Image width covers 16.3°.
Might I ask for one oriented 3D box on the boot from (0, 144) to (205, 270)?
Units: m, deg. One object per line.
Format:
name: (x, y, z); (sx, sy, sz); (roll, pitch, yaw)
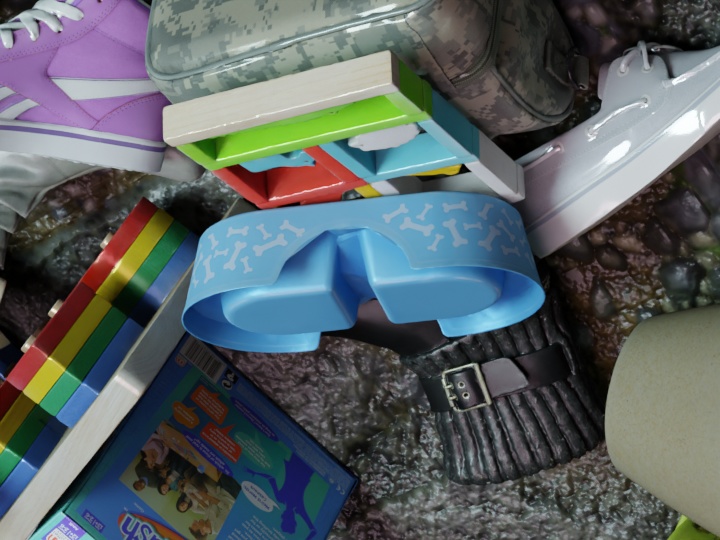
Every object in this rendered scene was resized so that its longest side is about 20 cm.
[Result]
boot: (-0.194, -0.050, 1.480); (0.200, 0.131, 0.068); (18, 165, 16)

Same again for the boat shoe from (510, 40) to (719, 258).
boat shoe: (0.154, -0.087, 1.371); (0.200, 0.072, 0.069); (-39, 85, 34)

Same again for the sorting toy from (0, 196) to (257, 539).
sorting toy: (-0.166, 0.056, 1.499); (0.070, 0.199, 0.200); (37, 127, -5)

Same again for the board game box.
board game box: (-0.098, 0.147, 1.531); (0.152, 0.200, 0.045); (43, 126, -8)

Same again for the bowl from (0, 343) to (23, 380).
bowl: (-0.286, 0.109, 1.679); (0.200, 0.039, 0.201); (10, 124, 15)

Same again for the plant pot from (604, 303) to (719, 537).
plant pot: (0.245, 0.087, 1.394); (0.200, 0.187, 0.188); (11, 126, 31)

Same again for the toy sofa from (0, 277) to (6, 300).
toy sofa: (-0.279, 0.078, 1.468); (0.083, 0.200, 0.098); (24, 141, -19)

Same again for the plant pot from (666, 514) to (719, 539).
plant pot: (0.244, 0.241, 1.473); (0.200, 0.182, 0.199); (21, 126, 8)

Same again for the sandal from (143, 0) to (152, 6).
sandal: (-0.130, -0.200, 1.424); (0.076, 0.043, 0.201); (1, 118, 9)

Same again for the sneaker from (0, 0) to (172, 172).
sneaker: (-0.194, -0.123, 1.381); (0.200, 0.073, 0.115); (5, 102, -31)

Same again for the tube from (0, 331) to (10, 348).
tube: (-0.321, 0.055, 1.605); (0.200, 0.052, 0.058); (-25, 153, 25)

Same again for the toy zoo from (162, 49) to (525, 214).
toy zoo: (0.001, -0.056, 1.329); (0.131, 0.021, 0.200); (-12, 157, 23)

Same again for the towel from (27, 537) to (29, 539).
towel: (-0.179, 0.184, 1.661); (0.200, 0.024, 0.147); (-26, 130, 25)

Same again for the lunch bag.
lunch bag: (0.003, -0.123, 1.359); (0.200, 0.140, 0.168); (-13, 139, 27)

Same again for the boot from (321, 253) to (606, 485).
boot: (0.033, 0.052, 1.495); (0.211, 0.079, 0.158); (-6, 119, 23)

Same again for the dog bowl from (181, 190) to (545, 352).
dog bowl: (0.000, 0.000, 1.377); (0.199, 0.050, 0.112); (-7, 159, 9)
